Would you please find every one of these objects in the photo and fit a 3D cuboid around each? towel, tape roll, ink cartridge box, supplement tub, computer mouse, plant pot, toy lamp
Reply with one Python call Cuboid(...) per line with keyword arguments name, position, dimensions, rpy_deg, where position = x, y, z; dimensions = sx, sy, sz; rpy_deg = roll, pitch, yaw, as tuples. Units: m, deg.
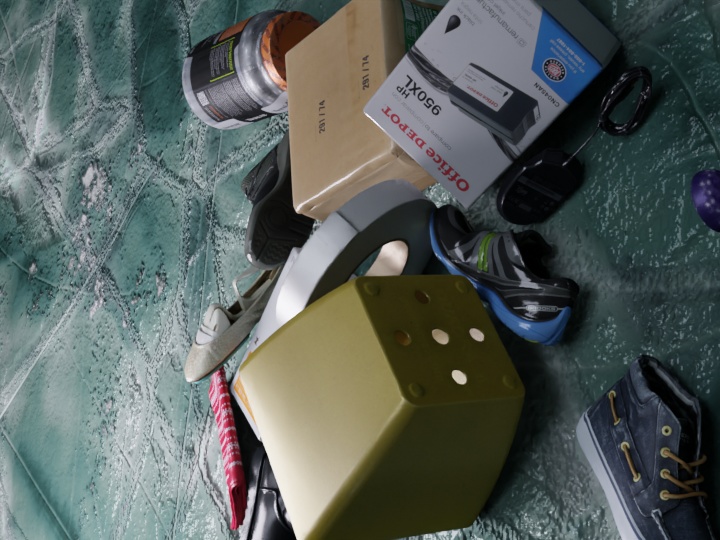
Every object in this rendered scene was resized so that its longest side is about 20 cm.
Cuboid(name="towel", position=(-0.165, 0.200, 1.429), dimensions=(0.146, 0.022, 0.203), rpy_deg=(98, 160, -57))
Cuboid(name="tape roll", position=(0.000, 0.000, 1.166), dimensions=(0.037, 0.201, 0.204), rpy_deg=(41, 117, 23))
Cuboid(name="ink cartridge box", position=(0.119, -0.180, 1.086), dimensions=(0.144, 0.084, 0.200), rpy_deg=(42, 127, -1))
Cuboid(name="supplement tub", position=(-0.129, -0.253, 1.463), dimensions=(0.199, 0.121, 0.125), rpy_deg=(-6, 77, 53))
Cuboid(name="computer mouse", position=(0.191, -0.114, 1.057), dimensions=(0.200, 0.058, 0.034), rpy_deg=(-47, 30, 35))
Cuboid(name="plant pot", position=(0.032, 0.111, 1.061), dimensions=(0.177, 0.197, 0.202), rpy_deg=(-56, 47, 41))
Cuboid(name="toy lamp", position=(0.335, -0.090, 0.854), dimensions=(0.199, 0.057, 0.059), rpy_deg=(-28, 60, 46))

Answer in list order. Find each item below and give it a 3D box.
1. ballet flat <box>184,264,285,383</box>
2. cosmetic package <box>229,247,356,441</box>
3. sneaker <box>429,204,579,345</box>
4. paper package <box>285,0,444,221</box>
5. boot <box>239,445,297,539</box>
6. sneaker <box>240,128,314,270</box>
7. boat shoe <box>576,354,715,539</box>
Cuboid(name="ballet flat", position=(-0.146, 0.046, 1.386), dimensions=(0.200, 0.063, 0.067), rpy_deg=(-44, 25, -13))
Cuboid(name="cosmetic package", position=(-0.070, 0.088, 1.344), dimensions=(0.102, 0.070, 0.202), rpy_deg=(48, 119, 47))
Cuboid(name="sneaker", position=(0.137, -0.008, 1.101), dimensions=(0.083, 0.070, 0.200), rpy_deg=(-57, 43, 11))
Cuboid(name="paper package", position=(0.011, -0.175, 1.273), dimensions=(0.189, 0.102, 0.204), rpy_deg=(-26, 61, 46))
Cuboid(name="boot", position=(-0.058, 0.284, 1.287), dimensions=(0.161, 0.073, 0.202), rpy_deg=(-3, 82, 47))
Cuboid(name="sneaker", position=(-0.103, -0.074, 1.402), dimensions=(0.114, 0.075, 0.202), rpy_deg=(-38, 33, 51))
Cuboid(name="boat shoe", position=(0.240, 0.162, 0.907), dimensions=(0.092, 0.070, 0.202), rpy_deg=(-59, 39, 32))
